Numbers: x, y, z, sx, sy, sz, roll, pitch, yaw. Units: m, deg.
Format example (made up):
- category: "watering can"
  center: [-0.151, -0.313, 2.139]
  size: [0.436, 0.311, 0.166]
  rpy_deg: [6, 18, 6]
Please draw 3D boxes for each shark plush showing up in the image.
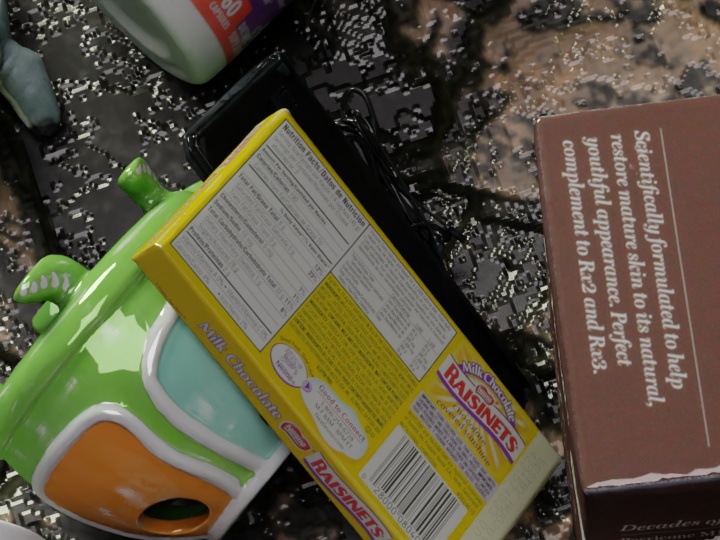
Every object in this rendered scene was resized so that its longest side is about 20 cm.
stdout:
- category: "shark plush"
  center: [-0.188, -0.137, 1.330]
  size: [0.090, 0.083, 0.201]
  rpy_deg: [1, 79, 4]

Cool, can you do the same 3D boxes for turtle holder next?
- category: "turtle holder"
  center: [-0.082, 0.040, 1.257]
  size: [0.132, 0.186, 0.141]
  rpy_deg: [38, 113, 2]

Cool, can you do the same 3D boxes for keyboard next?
- category: "keyboard"
  center: [0.000, 0.000, 1.267]
  size: [0.200, 0.040, 0.104]
  rpy_deg: [54, 50, -11]

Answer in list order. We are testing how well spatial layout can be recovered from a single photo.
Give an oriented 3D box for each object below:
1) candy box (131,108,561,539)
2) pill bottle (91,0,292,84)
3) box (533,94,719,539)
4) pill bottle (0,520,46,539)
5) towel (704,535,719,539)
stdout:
- category: "candy box"
  center: [-0.003, 0.039, 1.208]
  size: [0.200, 0.026, 0.102]
  rpy_deg: [52, 47, -12]
- category: "pill bottle"
  center: [-0.042, -0.192, 1.329]
  size: [0.111, 0.111, 0.200]
  rpy_deg: [42, 80, 17]
- category: "box"
  center: [0.163, 0.042, 1.177]
  size: [0.163, 0.200, 0.167]
  rpy_deg: [-7, 64, 3]
- category: "pill bottle"
  center: [-0.193, 0.206, 1.208]
  size: [0.115, 0.116, 0.201]
  rpy_deg: [7, 72, 8]
- category: "towel"
  center: [0.124, 0.149, 1.153]
  size: [0.199, 0.132, 0.035]
  rpy_deg: [-22, 60, 23]
